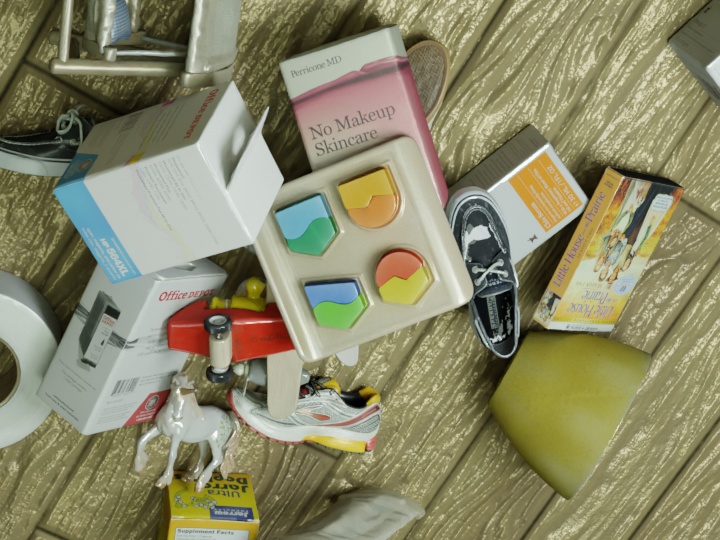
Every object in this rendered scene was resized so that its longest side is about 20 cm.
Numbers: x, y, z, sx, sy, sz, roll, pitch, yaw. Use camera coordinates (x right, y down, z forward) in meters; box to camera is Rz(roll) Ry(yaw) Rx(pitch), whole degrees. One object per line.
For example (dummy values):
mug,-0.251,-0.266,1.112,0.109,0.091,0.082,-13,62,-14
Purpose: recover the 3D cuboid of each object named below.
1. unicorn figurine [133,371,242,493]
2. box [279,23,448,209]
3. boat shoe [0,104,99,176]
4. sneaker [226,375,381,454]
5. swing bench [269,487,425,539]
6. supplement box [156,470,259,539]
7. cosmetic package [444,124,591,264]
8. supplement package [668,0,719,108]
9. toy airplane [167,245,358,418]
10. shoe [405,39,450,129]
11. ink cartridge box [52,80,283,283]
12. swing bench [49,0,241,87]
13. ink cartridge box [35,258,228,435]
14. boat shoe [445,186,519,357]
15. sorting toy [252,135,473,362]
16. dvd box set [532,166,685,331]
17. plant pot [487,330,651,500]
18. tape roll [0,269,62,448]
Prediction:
unicorn figurine,-0.201,0.186,1.720,0.073,0.200,0.138,26,95,21
box,0.006,-0.150,1.591,0.127,0.109,0.202,-17,99,9
boat shoe,-0.302,-0.140,1.591,0.197,0.074,0.069,2,109,-15
sneaker,-0.066,0.159,1.772,0.198,0.078,0.083,10,107,-25
swing bench,-0.042,0.369,1.776,0.129,0.198,0.202,24,111,25
supplement box,-0.193,0.358,1.804,0.108,0.110,0.202,5,112,-14
cosmetic package,0.155,-0.063,1.718,0.199,0.071,0.102,-38,115,6
supplement package,0.471,-0.272,1.668,0.200,0.117,0.117,-42,114,7
toy airplane,-0.092,0.048,1.639,0.200,0.141,0.199,-47,122,8
shoe,0.044,-0.167,1.667,0.069,0.053,0.201,25,103,1
ink cartridge box,-0.180,-0.091,1.499,0.198,0.129,0.126,-14,121,24
swing bench,-0.208,-0.300,1.503,0.198,0.130,0.201,4,111,-14
ink cartridge box,-0.252,0.069,1.645,0.083,0.146,0.201,34,106,21
boat shoe,0.143,0.005,1.666,0.071,0.068,0.202,-13,115,-6
sorting toy,-0.004,-0.019,1.539,0.198,0.036,0.187,-22,96,8
dvd box set,0.293,-0.021,1.748,0.146,0.029,0.201,6,115,-49
plant pot,0.237,0.151,1.777,0.141,0.200,0.201,30,105,5
tape roll,-0.436,0.100,1.667,0.200,0.071,0.204,-4,114,-10
